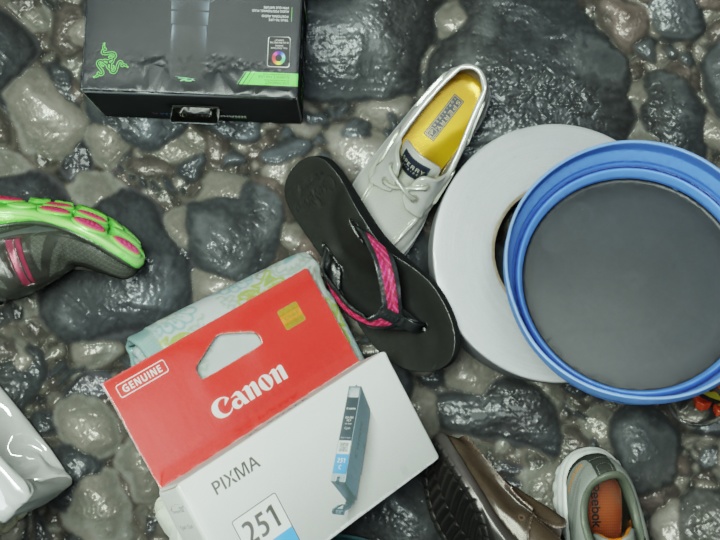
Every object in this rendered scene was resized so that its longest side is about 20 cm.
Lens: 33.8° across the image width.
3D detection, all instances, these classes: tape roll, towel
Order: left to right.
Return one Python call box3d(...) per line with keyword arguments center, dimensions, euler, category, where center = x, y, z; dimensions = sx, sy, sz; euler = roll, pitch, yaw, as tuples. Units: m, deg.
box3d(center=(-0.067, 0.107, 0.913), dimensions=(0.170, 0.048, 0.202), euler=(-26, 89, -34), category="towel")
box3d(center=(0.153, -0.011, 0.952), dimensions=(0.196, 0.066, 0.204), euler=(0, 84, -1), category="tape roll")

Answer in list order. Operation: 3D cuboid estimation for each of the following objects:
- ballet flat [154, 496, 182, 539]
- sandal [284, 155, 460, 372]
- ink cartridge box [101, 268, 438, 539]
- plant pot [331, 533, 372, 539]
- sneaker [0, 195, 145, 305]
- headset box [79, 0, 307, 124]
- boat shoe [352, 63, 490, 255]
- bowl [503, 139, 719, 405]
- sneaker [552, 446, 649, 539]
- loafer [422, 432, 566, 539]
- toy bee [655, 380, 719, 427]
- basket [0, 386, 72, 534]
box3d(center=(-0.132, 0.162, 0.933), dimensions=(0.068, 0.070, 0.204), euler=(-2, 77, -1), category="ballet flat")
box3d(center=(0.000, 0.000, 0.922), dimensions=(0.075, 0.045, 0.201), euler=(-42, 79, 27), category="sandal")
box3d(center=(-0.060, 0.111, 0.861), dimensions=(0.199, 0.045, 0.178), euler=(-30, 92, -34), category="ink cartridge box")
box3d(center=(-0.021, 0.305, 0.856), dimensions=(0.196, 0.188, 0.204), euler=(0, 85, -1), category="plant pot")
box3d(center=(-0.268, -0.014, 0.948), dimensions=(0.196, 0.077, 0.085), euler=(7, 102, 3), category="sneaker")
box3d(center=(-0.128, -0.215, 0.952), dimensions=(0.171, 0.093, 0.204), euler=(3, 85, 0), category="headset box")
box3d(center=(0.041, -0.080, 0.952), dimensions=(0.071, 0.070, 0.201), euler=(36, 88, 3), category="boat shoe")
box3d(center=(0.203, 0.003, 0.875), dimensions=(0.197, 0.039, 0.204), euler=(-1, 68, 3), category="bowl")
box3d(center=(0.195, 0.241, 0.922), dimensions=(0.073, 0.079, 0.204), euler=(-11, 86, -4), category="sneaker")
box3d(center=(0.119, 0.207, 0.914), dimensions=(0.070, 0.074, 0.201), euler=(-17, 57, -33), category="loafer")
box3d(center=(0.287, 0.060, 0.943), dimensions=(0.199, 0.109, 0.131), euler=(-33, 55, -16), category="toy bee")
box3d(center=(-0.335, 0.129, 0.893), dimensions=(0.123, 0.136, 0.200), euler=(-41, 86, -3), category="basket")
